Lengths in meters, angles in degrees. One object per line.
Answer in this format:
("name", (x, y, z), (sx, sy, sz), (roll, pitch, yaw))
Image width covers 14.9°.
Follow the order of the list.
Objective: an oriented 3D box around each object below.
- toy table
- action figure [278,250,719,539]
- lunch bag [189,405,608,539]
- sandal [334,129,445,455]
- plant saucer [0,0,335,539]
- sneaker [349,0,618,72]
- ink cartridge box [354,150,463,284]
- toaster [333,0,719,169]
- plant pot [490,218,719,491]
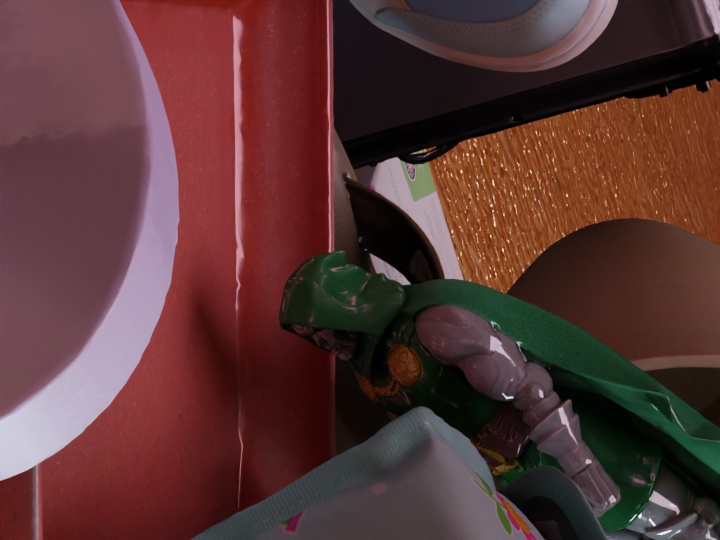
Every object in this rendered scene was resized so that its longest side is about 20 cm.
("toy table", (-0.122, -0.061, 0.526), (0.184, 0.200, 0.117), (-44, 145, -14))
("action figure", (0.061, 0.056, 0.810), (0.055, 0.200, 0.118), (-62, -168, -29))
("lunch bag", (0.033, 0.139, 0.719), (0.171, 0.122, 0.200), (61, 6, 17))
("sandal", (0.000, 0.000, 0.971), (0.080, 0.054, 0.200), (-55, 132, -55))
("plant saucer", (-0.058, 0.009, 0.748), (0.200, 0.037, 0.201), (-11, 102, -69))
("sneaker", (-0.021, -0.129, 0.838), (0.130, 0.200, 0.080), (7, 116, -59))
("ink cartridge box", (-0.014, 0.029, 1.102), (0.200, 0.067, 0.117), (-76, 154, -51))
("toaster", (0.075, -0.121, 1.049), (0.181, 0.200, 0.119), (-38, 112, -64))
("plant pot", (0.101, 0.065, 0.973), (0.200, 0.187, 0.188), (-92, 172, -63))
